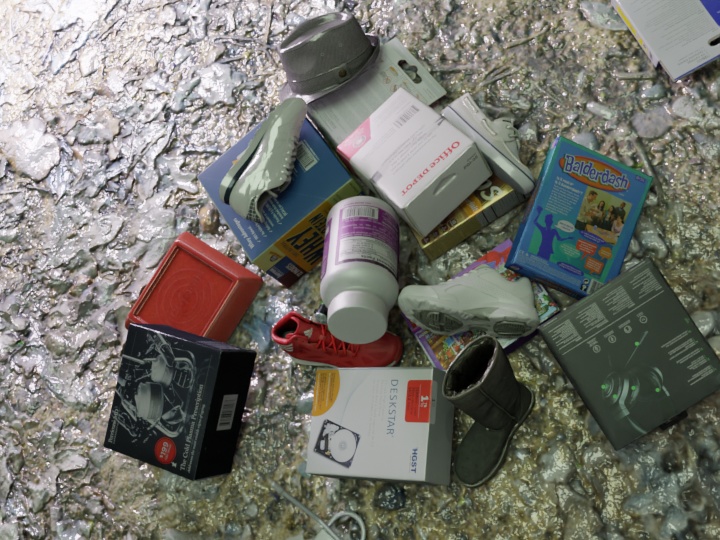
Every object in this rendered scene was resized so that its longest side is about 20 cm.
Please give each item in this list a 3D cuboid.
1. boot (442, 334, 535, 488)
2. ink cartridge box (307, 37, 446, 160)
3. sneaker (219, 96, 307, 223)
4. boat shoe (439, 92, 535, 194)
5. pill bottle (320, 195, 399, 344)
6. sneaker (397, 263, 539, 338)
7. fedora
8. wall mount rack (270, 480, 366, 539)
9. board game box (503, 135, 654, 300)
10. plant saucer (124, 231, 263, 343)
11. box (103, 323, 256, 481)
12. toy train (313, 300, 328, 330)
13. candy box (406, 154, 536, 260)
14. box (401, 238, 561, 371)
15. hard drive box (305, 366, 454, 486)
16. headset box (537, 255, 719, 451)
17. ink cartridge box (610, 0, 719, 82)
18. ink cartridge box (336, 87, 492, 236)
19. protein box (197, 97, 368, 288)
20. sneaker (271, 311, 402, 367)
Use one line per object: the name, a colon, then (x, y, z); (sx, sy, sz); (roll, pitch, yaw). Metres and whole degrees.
boot: (0.156, 0.192, 1.193); (0.072, 0.200, 0.183); (27, 83, 28)
ink cartridge box: (0.022, -0.280, 1.513); (0.199, 0.057, 0.163); (-32, 62, -10)
sneaker: (-0.129, -0.168, 1.365); (0.080, 0.076, 0.201); (32, 89, 17)
boat shoe: (0.201, -0.194, 1.328); (0.070, 0.071, 0.200); (-42, 54, 4)
pill bottle: (0.000, 0.000, 1.278); (0.111, 0.113, 0.201); (-12, 47, 18)
sneaker: (0.151, 0.036, 1.268); (0.198, 0.078, 0.100); (7, 57, -4)
fedora: (-0.067, -0.366, 1.507); (0.199, 0.091, 0.177); (-25, 33, 7)
wall mount rack: (-0.093, 0.409, 1.289); (0.173, 0.075, 0.200); (37, 87, 28)
board game box: (0.310, -0.068, 1.276); (0.151, 0.045, 0.201); (24, 81, -2)
plant saucer: (-0.292, 0.052, 1.519); (0.199, 0.037, 0.201); (29, 84, 28)
box: (-0.281, 0.200, 1.401); (0.181, 0.104, 0.202); (12, 90, 26)
toy train: (-0.016, 0.015, 1.369); (0.056, 0.042, 0.201); (15, 47, 13)
candy box: (0.159, -0.121, 1.385); (0.199, 0.055, 0.116); (-33, 62, 9)
box: (0.176, 0.065, 1.321); (0.199, 0.039, 0.137); (-35, 64, 8)
hard drive box: (0.029, 0.220, 1.284); (0.198, 0.077, 0.157); (-5, 71, 32)
headset box: (0.357, 0.114, 1.176); (0.173, 0.093, 0.201); (-34, 79, 8)
ink cartridge box: (0.508, -0.394, 1.348); (0.196, 0.047, 0.201); (-28, 65, 9)
ink cartridge box: (0.078, -0.165, 1.357); (0.146, 0.083, 0.200); (-42, 47, -1)
protein box: (-0.116, -0.123, 1.452); (0.200, 0.135, 0.199); (-39, 62, 5)
sneaker: (-0.044, 0.110, 1.351); (0.198, 0.115, 0.079); (-4, 71, 22)
